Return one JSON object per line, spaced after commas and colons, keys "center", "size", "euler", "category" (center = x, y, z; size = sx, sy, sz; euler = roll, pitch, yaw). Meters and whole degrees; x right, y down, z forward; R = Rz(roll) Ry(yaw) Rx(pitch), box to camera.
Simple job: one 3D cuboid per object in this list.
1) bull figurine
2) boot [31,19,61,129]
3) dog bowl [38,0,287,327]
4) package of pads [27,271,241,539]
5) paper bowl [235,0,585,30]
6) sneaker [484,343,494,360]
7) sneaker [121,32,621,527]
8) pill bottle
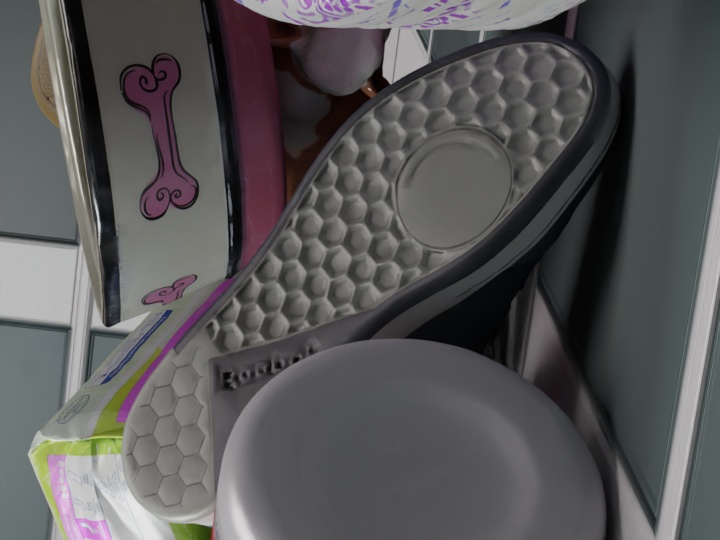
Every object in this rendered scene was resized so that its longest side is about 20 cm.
{"center": [-0.017, -0.086, 0.909], "size": [0.200, 0.065, 0.122], "euler": [107, 175, -59], "category": "bull figurine"}
{"center": [-0.055, -0.143, 1.002], "size": [0.200, 0.072, 0.155], "euler": [-53, -15, 16], "category": "boot"}
{"center": [-0.080, -0.082, 0.829], "size": [0.200, 0.074, 0.200], "euler": [171, 90, -81], "category": "dog bowl"}
{"center": [-0.051, 0.113, 0.919], "size": [0.155, 0.068, 0.200], "euler": [-52, -50, -51], "category": "package of pads"}
{"center": [0.027, -0.160, 0.535], "size": [0.201, 0.104, 0.201], "euler": [6, 97, 57], "category": "paper bowl"}
{"center": [0.022, 0.049, 0.922], "size": [0.116, 0.075, 0.200], "euler": [94, -169, -62], "category": "sneaker"}
{"center": [0.030, 0.016, 0.732], "size": [0.202, 0.146, 0.077], "euler": [-45, 55, 13], "category": "sneaker"}
{"center": [0.004, 0.125, 0.675], "size": [0.112, 0.112, 0.200], "euler": [-87, 5, -45], "category": "pill bottle"}
